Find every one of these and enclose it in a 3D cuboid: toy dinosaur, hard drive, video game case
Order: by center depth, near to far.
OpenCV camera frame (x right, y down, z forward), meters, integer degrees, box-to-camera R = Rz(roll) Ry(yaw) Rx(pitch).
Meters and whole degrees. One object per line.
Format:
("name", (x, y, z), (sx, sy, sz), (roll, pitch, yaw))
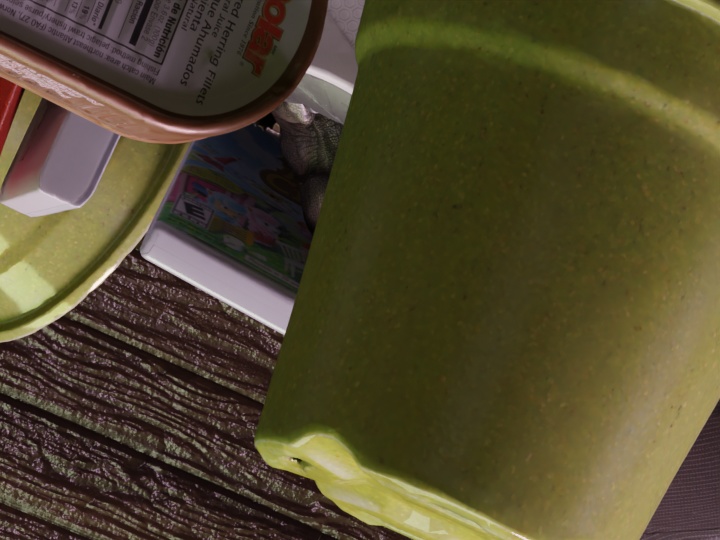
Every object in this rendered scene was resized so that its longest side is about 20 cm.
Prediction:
("toy dinosaur", (-0.008, -0.053, 1.126), (0.200, 0.077, 0.102), (60, 166, 5))
("hard drive", (-0.124, -0.090, 1.154), (0.027, 0.132, 0.200), (26, 174, -11))
("video game case", (0.000, 0.000, 1.187), (0.200, 0.022, 0.182), (28, -159, -5))

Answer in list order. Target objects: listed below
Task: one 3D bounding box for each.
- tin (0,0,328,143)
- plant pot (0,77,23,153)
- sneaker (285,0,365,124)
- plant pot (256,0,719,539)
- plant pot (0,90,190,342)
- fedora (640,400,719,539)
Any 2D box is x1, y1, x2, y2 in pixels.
("tin", (-0.102, -0.119, 0.884), (0.200, 0.112, 0.042), (25, 174, -25))
("plant pot", (-0.227, -0.118, 1.099), (0.200, 0.200, 0.176), (25, 163, -18))
("sneaker", (0.015, -0.082, 1.020), (0.200, 0.071, 0.099), (27, 179, -2))
("plant pot", (0.058, 0.005, 0.857), (0.200, 0.184, 0.200), (23, 169, 5))
("plant pot", (-0.218, -0.093, 1.352), (0.184, 0.200, 0.200), (39, 168, -29))
("fedora", (0.134, 0.113, 1.147), (0.200, 0.177, 0.090), (-5, 142, 3))
